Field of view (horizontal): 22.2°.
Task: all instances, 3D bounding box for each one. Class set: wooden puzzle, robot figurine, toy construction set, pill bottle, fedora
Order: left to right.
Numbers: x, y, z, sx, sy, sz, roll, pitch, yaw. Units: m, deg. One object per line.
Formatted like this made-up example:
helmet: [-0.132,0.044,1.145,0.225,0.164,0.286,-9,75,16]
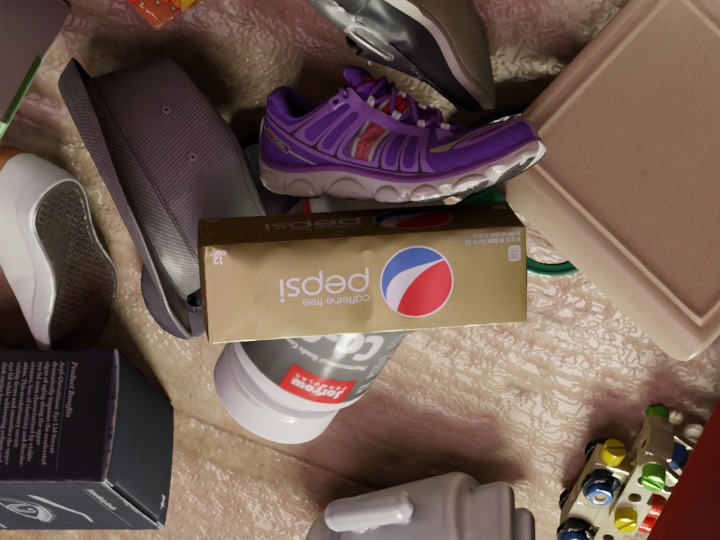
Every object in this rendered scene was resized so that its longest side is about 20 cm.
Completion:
fedora: [-0.120,-0.064,1.216,0.090,0.200,0.177,-27,166,-1]
pill bottle: [-0.022,0.026,1.293,0.114,0.114,0.200,25,128,-10]
robot figurine: [0.038,0.226,1.446,0.199,0.113,0.170,-16,132,21]
toy construction set: [0.225,0.188,1.404,0.131,0.092,0.201,16,119,-4]
wooden puzzle: [0.205,-0.074,1.153,0.185,0.037,0.200,44,100,3]

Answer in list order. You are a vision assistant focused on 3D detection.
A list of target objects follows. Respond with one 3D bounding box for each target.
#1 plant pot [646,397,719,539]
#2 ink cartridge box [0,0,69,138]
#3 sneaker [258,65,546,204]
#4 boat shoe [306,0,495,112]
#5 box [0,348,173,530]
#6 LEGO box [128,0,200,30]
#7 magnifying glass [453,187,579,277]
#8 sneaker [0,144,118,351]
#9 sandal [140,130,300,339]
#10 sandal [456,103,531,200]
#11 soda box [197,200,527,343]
plant pot: [0.347,0.171,1.252,0.199,0.176,0.201,27,90,-13]
ink cartridge box: [-0.289,-0.093,1.223,0.084,0.146,0.200,32,127,-14]
sneaker: [0.018,-0.086,1.145,0.199,0.081,0.084,3,103,29]
boat shoe: [0.025,-0.156,1.141,0.067,0.072,0.200,-17,150,26]
box: [-0.257,0.131,1.392,0.199,0.105,0.148,-2,158,10]
LEGO box: [-0.092,-0.262,1.095,0.200,0.077,0.149,-30,119,29]
magnifying glass: [0.070,-0.029,1.187,0.199,0.022,0.080,-7,96,-5]
sneaker: [-0.232,-0.016,1.342,0.085,0.073,0.200,35,146,27]
sandal: [-0.104,-0.021,1.315,0.076,0.043,0.200,26,128,-11]
sandal: [0.149,-0.075,1.223,0.200,0.048,0.076,-7,128,14]
soda box: [0.000,0.000,1.138,0.199,0.068,0.064,-4,106,-5]
